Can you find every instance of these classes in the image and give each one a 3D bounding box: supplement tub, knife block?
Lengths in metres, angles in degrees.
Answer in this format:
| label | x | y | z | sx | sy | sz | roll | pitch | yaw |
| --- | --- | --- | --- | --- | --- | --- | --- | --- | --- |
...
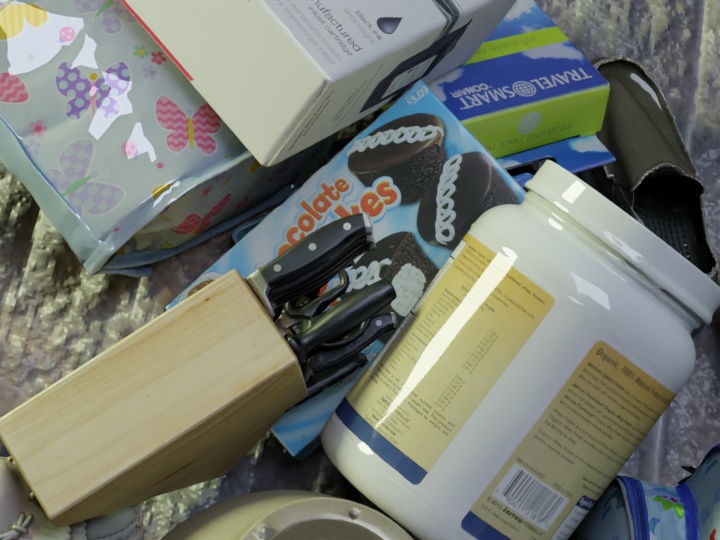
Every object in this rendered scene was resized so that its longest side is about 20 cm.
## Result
| label | x | y | z | sx | sy | sz | roll | pitch | yaw |
| --- | --- | --- | --- | --- | --- | --- | --- | --- | --- |
| supplement tub | 0.089 | 0.056 | 1.222 | 0.144 | 0.144 | 0.200 | 37 | 92 | 3 |
| knife block | -0.073 | 0.045 | 1.200 | 0.200 | 0.176 | 0.064 | -12 | 60 | -50 |

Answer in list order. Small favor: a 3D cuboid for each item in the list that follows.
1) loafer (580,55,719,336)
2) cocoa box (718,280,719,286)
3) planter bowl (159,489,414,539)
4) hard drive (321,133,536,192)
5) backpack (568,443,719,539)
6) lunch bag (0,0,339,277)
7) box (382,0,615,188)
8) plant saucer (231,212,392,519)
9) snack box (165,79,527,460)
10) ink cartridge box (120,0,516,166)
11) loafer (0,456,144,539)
| label | x | y | z | sx | sy | sz | roll | pitch | yaw |
| --- | --- | --- | --- | --- | --- | --- | --- | --- | --- |
| loafer | 0.190 | -0.057 | 1.444 | 0.075 | 0.070 | 0.201 | -6 | 65 | -23 |
| cocoa box | 0.347 | 0.032 | 1.388 | 0.199 | 0.133 | 0.132 | -4 | 66 | -21 |
| planter bowl | -0.031 | 0.198 | 1.182 | 0.199 | 0.135 | 0.201 | 9 | 60 | -16 |
| hard drive | 0.068 | -0.004 | 1.385 | 0.135 | 0.042 | 0.200 | -20 | 69 | -29 |
| backpack | 0.191 | 0.190 | 1.229 | 0.146 | 0.200 | 0.184 | 11 | 60 | -14 |
| lunch bag | -0.132 | -0.097 | 1.316 | 0.170 | 0.127 | 0.200 | 49 | 46 | 10 |
| box | 0.063 | -0.132 | 1.417 | 0.122 | 0.048 | 0.200 | -17 | 49 | -26 |
| plant saucer | -0.003 | 0.049 | 1.334 | 0.070 | 0.019 | 0.201 | -25 | 71 | -6 |
| snack box | 0.000 | 0.000 | 1.306 | 0.200 | 0.037 | 0.116 | -42 | 79 | -2 |
| ink cartridge box | -0.020 | -0.165 | 1.291 | 0.145 | 0.084 | 0.200 | 49 | 43 | 9 |
| loafer | -0.207 | 0.127 | 1.189 | 0.199 | 0.063 | 0.072 | 1 | 37 | -18 |
